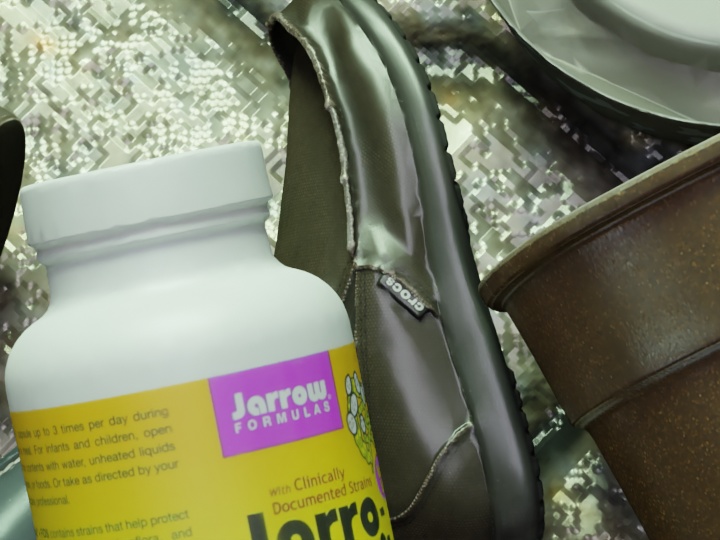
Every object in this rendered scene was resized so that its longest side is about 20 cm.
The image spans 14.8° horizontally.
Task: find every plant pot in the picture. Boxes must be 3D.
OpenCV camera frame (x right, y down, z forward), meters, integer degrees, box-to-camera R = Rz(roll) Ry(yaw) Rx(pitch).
[{"bbox_3d":[0.164,0.054,0.805,0.200,0.200,0.199,-23,82,-5],"label":"plant pot"}]

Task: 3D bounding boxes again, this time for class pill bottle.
[{"bbox_3d":[-0.045,0.067,0.817,0.104,0.104,0.200,-12,92,-2],"label":"pill bottle"}]

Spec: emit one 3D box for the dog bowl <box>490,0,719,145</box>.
[{"bbox_3d":[0.125,-0.132,0.921,0.200,0.059,0.200,-1,73,2],"label":"dog bowl"}]

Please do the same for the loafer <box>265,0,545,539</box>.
[{"bbox_3d":[0.000,0.000,0.877,0.071,0.073,0.200,-16,73,-5],"label":"loafer"}]

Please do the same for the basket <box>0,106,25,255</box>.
[{"bbox_3d":[-0.217,-0.033,0.869,0.200,0.136,0.181,21,79,4],"label":"basket"}]

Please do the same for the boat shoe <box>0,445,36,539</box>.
[{"bbox_3d":[-0.124,0.112,0.854,0.073,0.062,0.200,41,78,15],"label":"boat shoe"}]
